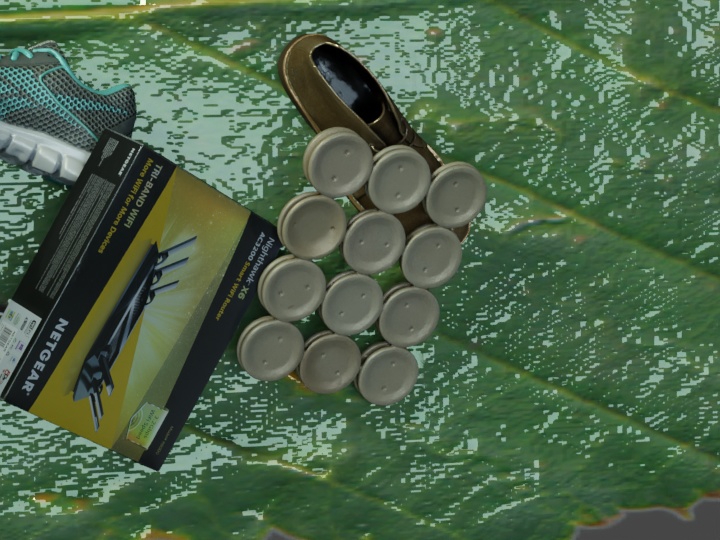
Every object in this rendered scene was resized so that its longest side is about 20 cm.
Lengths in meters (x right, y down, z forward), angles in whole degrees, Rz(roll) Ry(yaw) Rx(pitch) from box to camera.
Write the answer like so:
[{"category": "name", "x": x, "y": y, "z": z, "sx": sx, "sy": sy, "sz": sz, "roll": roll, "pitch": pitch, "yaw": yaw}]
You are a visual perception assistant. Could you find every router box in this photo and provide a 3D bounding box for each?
[{"category": "router box", "x": -0.161, "y": 0.023, "z": 1.412, "sx": 0.157, "sy": 0.052, "sz": 0.201, "roll": 31, "pitch": 86, "yaw": -44}]

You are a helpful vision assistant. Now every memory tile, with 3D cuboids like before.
[{"category": "memory tile", "x": 0.000, "y": 0.000, "z": 1.466, "sx": 0.153, "sy": 0.017, "sz": 0.201, "roll": 12, "pitch": 109, "yaw": -28}]

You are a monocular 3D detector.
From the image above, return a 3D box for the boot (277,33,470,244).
[{"category": "boot", "x": 0.016, "y": -0.089, "z": 1.472, "sx": 0.074, "sy": 0.075, "sz": 0.200, "roll": -43, "pitch": 105, "yaw": -10}]

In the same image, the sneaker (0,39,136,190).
[{"category": "sneaker", "x": -0.247, "y": -0.126, "z": 1.409, "sx": 0.199, "sy": 0.078, "sz": 0.092, "roll": 24, "pitch": 80, "yaw": -23}]
